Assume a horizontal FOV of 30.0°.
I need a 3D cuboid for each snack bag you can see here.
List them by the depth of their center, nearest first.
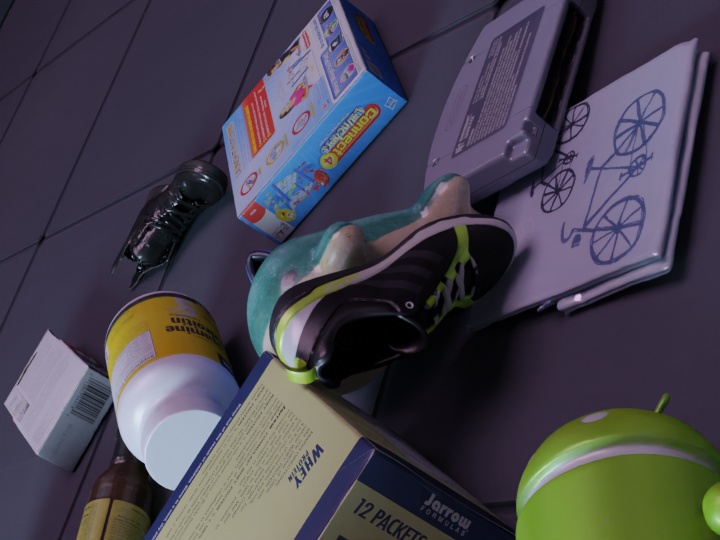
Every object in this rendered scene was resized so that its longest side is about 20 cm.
[{"bbox_3d":[0.156,-0.051,0.948,0.199,0.021,0.190,-27,39,49],"label":"snack bag"}]

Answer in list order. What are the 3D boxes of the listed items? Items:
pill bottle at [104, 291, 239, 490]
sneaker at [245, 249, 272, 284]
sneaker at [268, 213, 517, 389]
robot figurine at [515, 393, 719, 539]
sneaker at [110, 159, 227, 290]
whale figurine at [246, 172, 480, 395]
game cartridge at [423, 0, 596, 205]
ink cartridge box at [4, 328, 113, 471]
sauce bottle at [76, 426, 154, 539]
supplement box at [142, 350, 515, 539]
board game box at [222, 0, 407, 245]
[{"bbox_3d":[-0.166,0.109,1.206,0.112,0.112,0.200,-51,28,11],"label":"pill bottle"},{"bbox_3d":[-0.050,0.036,1.134,0.066,0.078,0.200,-52,29,4],"label":"sneaker"},{"bbox_3d":[0.034,0.030,0.906,0.198,0.072,0.083,-25,37,-19],"label":"sneaker"},{"bbox_3d":[0.136,0.155,0.660,0.175,0.115,0.201,-36,33,30],"label":"robot figurine"},{"bbox_3d":[-0.219,-0.050,1.521,0.199,0.060,0.105,-22,42,56],"label":"sneaker"},{"bbox_3d":[0.000,0.000,1.005,0.200,0.159,0.104,-43,56,-5],"label":"whale figurine"},{"bbox_3d":[0.115,-0.138,1.066,0.133,0.041,0.202,-33,30,51],"label":"game cartridge"},{"bbox_3d":[-0.341,0.142,1.525,0.110,0.050,0.200,-60,26,-4],"label":"ink cartridge box"},{"bbox_3d":[-0.222,0.231,1.222,0.064,0.064,0.202,-32,35,39],"label":"sauce bottle"},{"bbox_3d":[-0.034,0.193,0.876,0.201,0.134,0.199,-57,27,-2],"label":"supplement box"},{"bbox_3d":[-0.053,-0.157,1.361,0.196,0.056,0.201,-47,29,19],"label":"board game box"}]
